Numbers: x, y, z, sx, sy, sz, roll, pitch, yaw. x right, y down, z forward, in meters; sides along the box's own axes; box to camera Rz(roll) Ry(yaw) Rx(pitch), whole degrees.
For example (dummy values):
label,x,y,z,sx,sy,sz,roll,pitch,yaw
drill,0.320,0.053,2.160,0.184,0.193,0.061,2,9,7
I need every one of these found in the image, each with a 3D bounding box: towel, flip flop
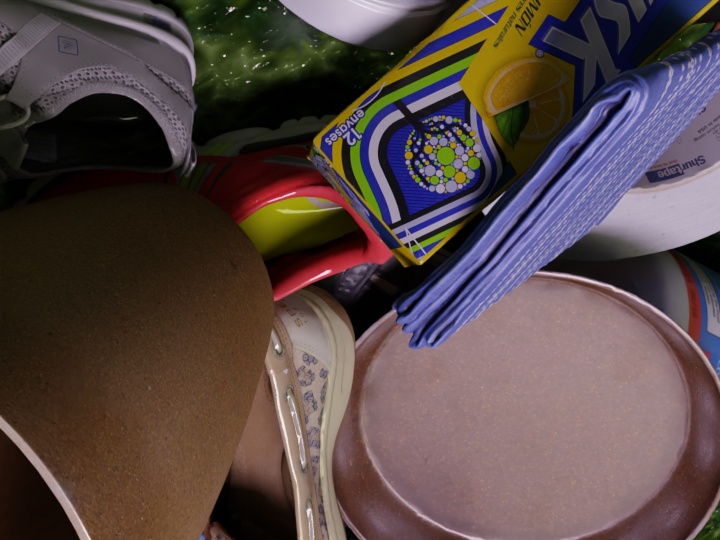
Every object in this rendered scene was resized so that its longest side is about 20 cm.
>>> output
label,x,y,z,sx,sy,sz,roll,pitch,yaw
towel,0.096,-0.046,0.773,0.145,0.024,0.200,-50,171,30
flip flop,0.000,0.000,0.950,0.200,0.058,0.081,30,115,-26

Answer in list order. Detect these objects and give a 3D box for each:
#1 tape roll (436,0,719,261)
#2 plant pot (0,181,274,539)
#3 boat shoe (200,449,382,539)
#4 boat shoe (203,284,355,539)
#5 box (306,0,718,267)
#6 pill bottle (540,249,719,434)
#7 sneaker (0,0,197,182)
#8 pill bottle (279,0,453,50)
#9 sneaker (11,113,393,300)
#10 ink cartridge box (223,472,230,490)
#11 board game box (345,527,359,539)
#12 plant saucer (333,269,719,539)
label,x,y,z,sx,sy,sz,roll,pitch,yaw
tape roll,0.133,-0.095,0.885,0.200,0.066,0.201,-12,141,-10
plant pot,-0.120,0.052,0.739,0.200,0.186,0.187,-46,169,-51
boat shoe,-0.003,0.109,1.013,0.200,0.084,0.069,-27,117,-10
boat shoe,-0.049,0.106,0.911,0.063,0.073,0.201,-20,117,-56
box,0.074,-0.090,0.748,0.200,0.064,0.070,-42,-178,-3
pill bottle,0.184,0.058,1.049,0.200,0.112,0.112,22,125,-40
sneaker,-0.153,-0.076,0.766,0.199,0.082,0.075,0,137,-24
pill bottle,0.034,-0.181,0.703,0.112,0.112,0.200,6,134,-29
sneaker,-0.072,-0.016,0.847,0.199,0.085,0.077,-15,121,12
ink cartridge box,-0.168,0.081,0.941,0.199,0.067,0.116,-12,129,-10
board game box,0.003,0.193,0.993,0.135,0.200,0.035,-8,114,2
plant saucer,0.079,0.077,0.943,0.200,0.035,0.201,1,122,2
